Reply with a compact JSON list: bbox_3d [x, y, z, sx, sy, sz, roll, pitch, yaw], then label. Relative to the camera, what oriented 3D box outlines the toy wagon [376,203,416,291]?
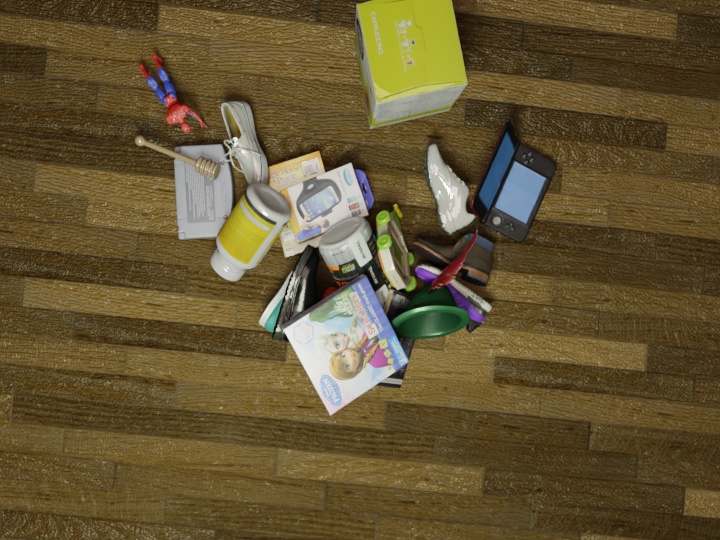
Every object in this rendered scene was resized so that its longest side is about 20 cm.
[{"bbox_3d":[0.075,-0.058,1.229,0.038,0.156,0.205,-17,46,18],"label":"toy wagon"}]

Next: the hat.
[{"bbox_3d":[0.150,0.033,1.213,0.192,0.167,0.182,0,64,-10],"label":"hat"}]

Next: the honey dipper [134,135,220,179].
[{"bbox_3d":[-0.401,-0.253,1.230,0.194,0.038,0.039,23,89,0],"label":"honey dipper"}]

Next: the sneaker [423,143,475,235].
[{"bbox_3d":[0.196,-0.187,1.267,0.084,0.075,0.206,-19,99,4],"label":"sneaker"}]

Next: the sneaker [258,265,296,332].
[{"bbox_3d":[-0.126,0.071,1.247,0.119,0.084,0.203,36,96,4],"label":"sneaker"}]

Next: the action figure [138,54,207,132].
[{"bbox_3d":[-0.414,-0.372,1.256,0.064,0.099,0.203,-32,69,1],"label":"action figure"}]

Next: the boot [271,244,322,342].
[{"bbox_3d":[-0.084,0.070,1.178,0.153,0.079,0.218,18,91,-11],"label":"boot"}]

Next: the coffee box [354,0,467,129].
[{"bbox_3d":[0.098,-0.446,1.202,0.193,0.198,0.208,-12,90,-2],"label":"coffee box"}]

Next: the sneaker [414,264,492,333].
[{"bbox_3d":[0.193,0.069,1.267,0.197,0.070,0.101,33,91,-1],"label":"sneaker"}]

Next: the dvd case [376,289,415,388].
[{"bbox_3d":[0.076,0.154,1.237,0.016,0.147,0.207,16,88,37],"label":"dvd case"}]

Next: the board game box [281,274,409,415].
[{"bbox_3d":[-0.028,0.148,1.134,0.196,0.041,0.204,-31,102,-8],"label":"board game box"}]

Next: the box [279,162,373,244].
[{"bbox_3d":[-0.070,-0.151,1.243,0.194,0.041,0.123,-22,91,-1],"label":"box"}]

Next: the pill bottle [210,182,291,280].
[{"bbox_3d":[-0.240,-0.078,1.207,0.111,0.112,0.201,40,114,-1],"label":"pill bottle"}]

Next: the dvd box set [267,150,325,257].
[{"bbox_3d":[-0.131,-0.149,1.275,0.141,0.029,0.207,-17,91,-2],"label":"dvd box set"}]

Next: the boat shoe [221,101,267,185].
[{"bbox_3d":[-0.265,-0.272,1.232,0.073,0.085,0.210,-15,88,41],"label":"boat shoe"}]

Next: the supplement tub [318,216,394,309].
[{"bbox_3d":[0.000,0.000,1.210,0.120,0.123,0.204,-28,115,-2],"label":"supplement tub"}]

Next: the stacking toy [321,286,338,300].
[{"bbox_3d":[-0.025,0.131,1.262,0.083,0.085,0.205,-27,84,-2],"label":"stacking toy"}]

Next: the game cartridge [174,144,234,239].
[{"bbox_3d":[-0.348,-0.176,1.266,0.128,0.040,0.209,-3,90,2],"label":"game cartridge"}]

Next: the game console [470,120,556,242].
[{"bbox_3d":[0.343,-0.191,1.250,0.168,0.119,0.205,26,89,-1],"label":"game console"}]

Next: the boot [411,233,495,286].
[{"bbox_3d":[0.214,-0.049,1.275,0.195,0.075,0.100,27,78,-11],"label":"boot"}]
